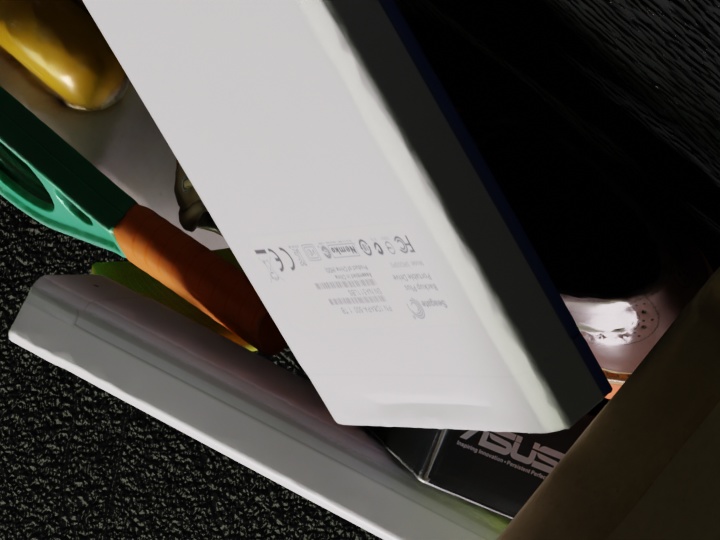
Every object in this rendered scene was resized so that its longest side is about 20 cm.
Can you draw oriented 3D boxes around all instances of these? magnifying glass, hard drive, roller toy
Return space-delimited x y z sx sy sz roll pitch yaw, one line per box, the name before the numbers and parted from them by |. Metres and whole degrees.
magnifying glass | -0.100 -0.024 1.046 0.199 0.022 0.080 31 161 33
hard drive | -0.019 -0.045 0.767 0.201 0.025 0.132 60 155 -14
hard drive | -0.015 0.058 0.937 0.199 0.026 0.132 27 -178 4
roller toy | -0.078 -0.071 1.178 0.182 0.140 0.200 40 178 -10

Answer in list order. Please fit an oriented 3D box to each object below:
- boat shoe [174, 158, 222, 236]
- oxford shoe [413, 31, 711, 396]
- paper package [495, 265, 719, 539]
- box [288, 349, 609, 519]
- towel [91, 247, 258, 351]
boat shoe | 0.000 -0.032 0.972 0.074 0.069 0.200 17 179 -32
oxford shoe | 0.022 -0.039 0.832 0.199 0.071 0.073 31 170 20
paper package | 0.121 0.123 0.774 0.103 0.191 0.200 40 180 43
box | 0.088 0.066 0.949 0.199 0.048 0.193 23 -179 -16
towel | 0.000 0.000 1.085 0.086 0.199 0.018 33 128 55
